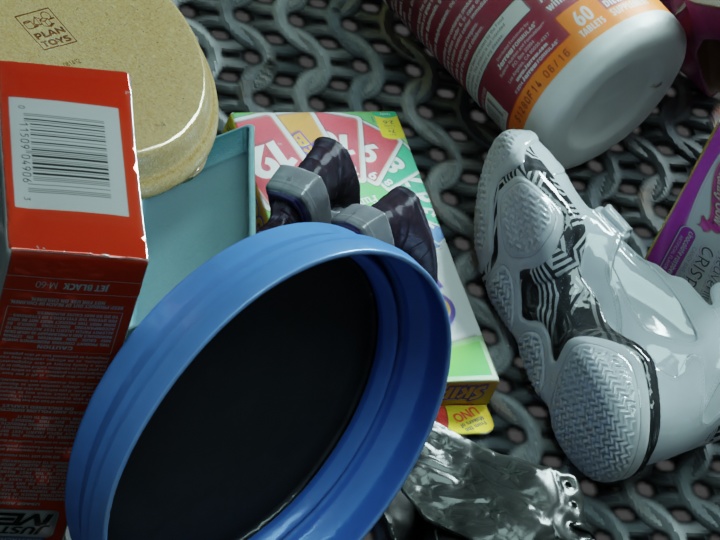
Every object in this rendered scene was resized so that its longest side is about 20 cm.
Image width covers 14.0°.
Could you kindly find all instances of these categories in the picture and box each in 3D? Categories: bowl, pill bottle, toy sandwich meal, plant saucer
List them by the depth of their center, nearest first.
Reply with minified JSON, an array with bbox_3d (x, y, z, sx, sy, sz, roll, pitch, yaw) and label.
[{"bbox_3d":[-0.045,0.069,1.272,0.200,0.201,0.039,-23,46,-37],"label":"bowl"},{"bbox_3d":[-0.078,-0.016,1.347,0.070,0.019,0.200,-21,21,6],"label":"plant saucer"},{"bbox_3d":[-0.165,-0.091,1.366,0.205,0.070,0.205,19,41,-18],"label":"toy sandwich meal"},{"bbox_3d":[0.075,-0.158,1.586,0.109,0.110,0.200,-23,62,-37],"label":"pill bottle"}]

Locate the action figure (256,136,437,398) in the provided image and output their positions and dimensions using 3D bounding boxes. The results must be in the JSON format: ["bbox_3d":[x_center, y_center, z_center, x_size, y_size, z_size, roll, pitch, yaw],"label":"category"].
[{"bbox_3d":[-0.054,0.016,1.372,0.130,0.069,0.200,25,44,35],"label":"action figure"}]

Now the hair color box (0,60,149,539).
[{"bbox_3d":[-0.143,0.019,1.268,0.064,0.200,0.111,5,48,-17],"label":"hair color box"}]

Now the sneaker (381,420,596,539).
[{"bbox_3d":[0.093,0.135,1.362,0.199,0.060,0.104,18,50,-2],"label":"sneaker"}]

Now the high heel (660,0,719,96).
[{"bbox_3d":[0.205,-0.124,1.566,0.067,0.200,0.096,-28,107,-11],"label":"high heel"}]

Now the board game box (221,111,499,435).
[{"bbox_3d":[0.000,0.000,1.471,0.095,0.030,0.200,-2,53,-24],"label":"board game box"}]

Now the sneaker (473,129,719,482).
[{"bbox_3d":[0.135,0.014,1.484,0.115,0.075,0.200,-4,57,-27],"label":"sneaker"}]

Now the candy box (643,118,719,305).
[{"bbox_3d":[0.228,-0.068,1.551,0.061,0.136,0.200,33,45,9],"label":"candy box"}]
